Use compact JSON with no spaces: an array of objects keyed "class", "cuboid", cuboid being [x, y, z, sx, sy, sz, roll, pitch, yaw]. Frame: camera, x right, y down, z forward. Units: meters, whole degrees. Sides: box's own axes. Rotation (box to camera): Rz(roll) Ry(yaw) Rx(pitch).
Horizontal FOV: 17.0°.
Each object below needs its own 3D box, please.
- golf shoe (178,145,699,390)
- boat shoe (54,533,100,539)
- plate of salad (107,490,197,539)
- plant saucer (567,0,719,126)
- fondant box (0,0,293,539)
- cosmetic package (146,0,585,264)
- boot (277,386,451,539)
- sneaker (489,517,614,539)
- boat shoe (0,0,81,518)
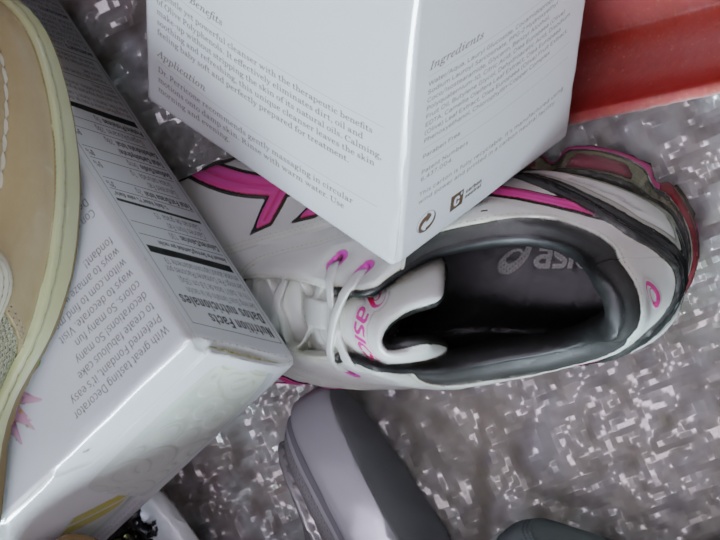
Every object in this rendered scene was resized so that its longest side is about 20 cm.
[{"class":"golf shoe","cuboid":[0.000,0.000,0.740,0.200,0.092,0.073,-5,103,17]},{"class":"boat shoe","cuboid":[-0.008,0.122,0.706,0.200,0.071,0.065,29,107,-8]},{"class":"plate of salad","cuboid":[-0.137,0.140,0.815,0.200,0.048,0.200,2,99,15]},{"class":"plant saucer","cuboid":[0.066,-0.142,0.665,0.200,0.037,0.200,-9,114,55]},{"class":"fondant box","cuboid":[-0.132,-0.003,0.752,0.144,0.058,0.200,-43,61,17]},{"class":"cosmetic package","cuboid":[0.003,-0.114,0.657,0.108,0.085,0.200,36,143,26]},{"class":"boot","cuboid":[-0.001,0.142,0.773,0.095,0.074,0.200,-26,93,10]},{"class":"sneaker","cuboid":[0.143,0.089,0.720,0.200,0.084,0.121,22,109,2]},{"class":"boat shoe","cuboid":[-0.132,0.014,0.676,0.072,0.065,0.200,8,85,32]}]
